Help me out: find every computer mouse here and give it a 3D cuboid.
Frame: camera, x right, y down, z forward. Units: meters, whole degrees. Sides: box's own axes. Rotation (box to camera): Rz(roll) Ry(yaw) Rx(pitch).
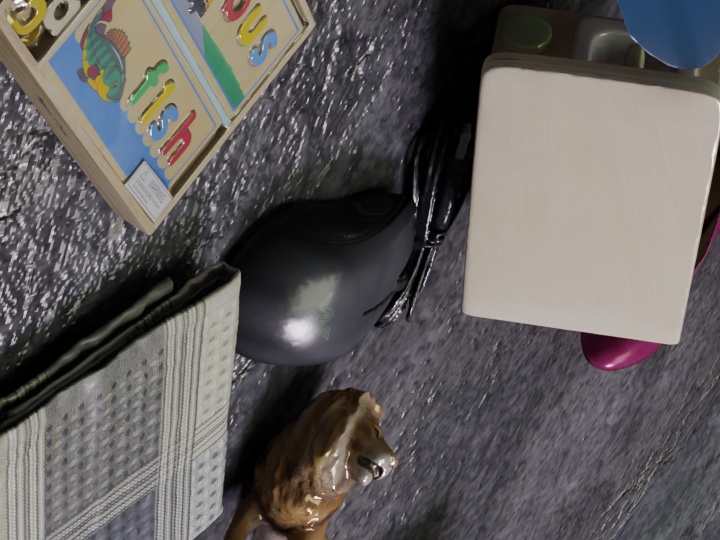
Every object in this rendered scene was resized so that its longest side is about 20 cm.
[{"bbox_3d":[0.000,0.000,1.229,0.199,0.053,0.139,-22,138,-52],"label":"computer mouse"}]

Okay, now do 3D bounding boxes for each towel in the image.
[{"bbox_3d":[-0.136,0.102,1.131,0.192,0.034,0.201,-34,148,-36],"label":"towel"}]

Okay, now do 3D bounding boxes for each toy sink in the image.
[{"bbox_3d":[0.130,-0.071,1.262,0.201,0.129,0.113,90,9,-48],"label":"toy sink"}]

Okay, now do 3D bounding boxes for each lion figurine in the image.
[{"bbox_3d":[-0.040,0.157,1.332,0.123,0.072,0.200,-57,172,-34],"label":"lion figurine"}]

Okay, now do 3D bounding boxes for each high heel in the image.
[{"bbox_3d":[0.210,-0.021,1.571,0.201,0.067,0.096,-58,170,-37],"label":"high heel"}]

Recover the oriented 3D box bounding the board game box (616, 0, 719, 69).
[{"bbox_3d":[0.132,-0.197,1.179,0.158,0.039,0.201,-34,105,-55],"label":"board game box"}]

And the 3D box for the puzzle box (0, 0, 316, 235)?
[{"bbox_3d":[-0.089,-0.113,0.972,0.133,0.025,0.200,-53,154,-12],"label":"puzzle box"}]
